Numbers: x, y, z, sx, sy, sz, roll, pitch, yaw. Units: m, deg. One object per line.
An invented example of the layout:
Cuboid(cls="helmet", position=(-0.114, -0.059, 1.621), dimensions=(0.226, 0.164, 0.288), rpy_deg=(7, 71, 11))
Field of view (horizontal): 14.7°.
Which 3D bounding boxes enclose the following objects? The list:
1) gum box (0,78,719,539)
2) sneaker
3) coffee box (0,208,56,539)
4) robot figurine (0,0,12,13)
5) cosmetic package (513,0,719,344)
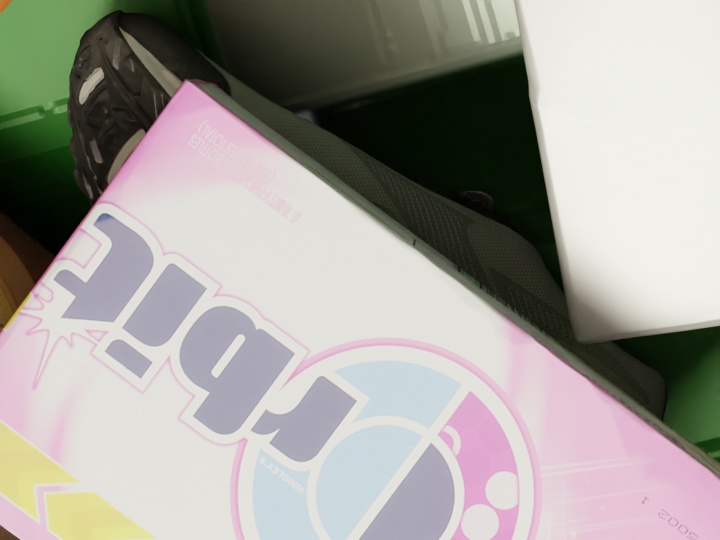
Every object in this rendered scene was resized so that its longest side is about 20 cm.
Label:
Cuboid(cls="gum box", position=(0.006, 0.057, 0.694), dimensions=(0.200, 0.066, 0.114), rpy_deg=(37, 94, 0))
Cuboid(cls="sneaker", position=(0.000, 0.000, 0.775), dimensions=(0.200, 0.079, 0.074), rpy_deg=(42, 145, -1))
Cuboid(cls="coffee box", position=(-0.109, 0.061, 0.769), dimensions=(0.200, 0.113, 0.080), rpy_deg=(41, 137, -1))
Cuboid(cls="robot figurine", position=(-0.167, -0.094, 0.740), dimensions=(0.199, 0.144, 0.117), rpy_deg=(-21, 115, 18))
Cuboid(cls="cosmetic package", position=(0.081, -0.092, 0.710), dimensions=(0.090, 0.107, 0.201), rpy_deg=(-10, 107, 13))
